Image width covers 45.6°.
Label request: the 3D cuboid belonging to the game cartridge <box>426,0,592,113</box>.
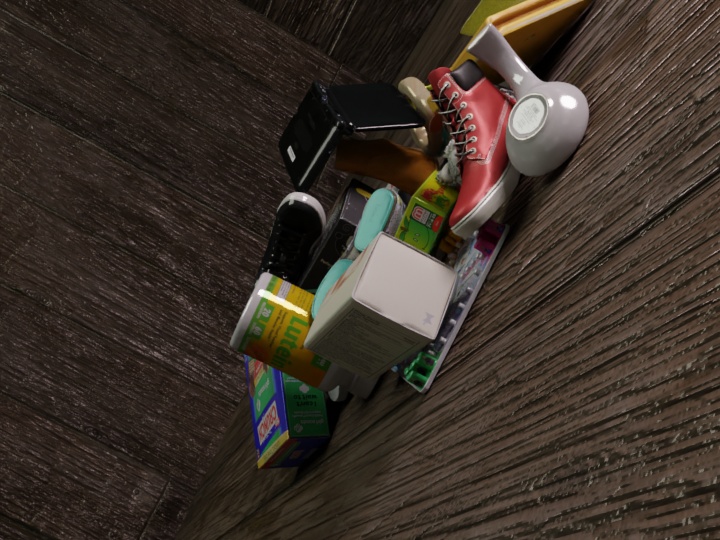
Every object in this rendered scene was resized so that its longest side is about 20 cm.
[{"bbox_3d":[0.191,-0.289,1.112,0.175,0.033,0.200,-28,-5,-23],"label":"game cartridge"}]

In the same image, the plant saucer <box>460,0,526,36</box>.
[{"bbox_3d":[0.243,-0.383,1.130,0.200,0.048,0.199,-51,-12,34],"label":"plant saucer"}]

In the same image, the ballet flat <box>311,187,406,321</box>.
[{"bbox_3d":[0.007,-0.007,1.121,0.202,0.071,0.072,-62,7,-6],"label":"ballet flat"}]

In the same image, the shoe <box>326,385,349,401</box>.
[{"bbox_3d":[-0.024,0.114,1.337,0.201,0.090,0.072,-112,31,-42],"label":"shoe"}]

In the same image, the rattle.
[{"bbox_3d":[0.138,-0.239,1.273,0.200,0.141,0.132,-151,52,-76],"label":"rattle"}]

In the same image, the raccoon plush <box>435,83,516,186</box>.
[{"bbox_3d":[0.169,-0.166,1.098,0.199,0.096,0.136,-15,-54,-64],"label":"raccoon plush"}]

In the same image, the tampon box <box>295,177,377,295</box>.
[{"bbox_3d":[0.000,0.000,1.260,0.201,0.149,0.127,-57,10,32],"label":"tampon box"}]

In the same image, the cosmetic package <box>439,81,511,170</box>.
[{"bbox_3d":[0.173,-0.215,1.238,0.202,0.050,0.083,-66,10,-28],"label":"cosmetic package"}]

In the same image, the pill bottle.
[{"bbox_3d":[-0.065,0.094,1.154,0.112,0.198,0.111,-64,5,0],"label":"pill bottle"}]

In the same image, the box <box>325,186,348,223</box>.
[{"bbox_3d":[-0.044,-0.038,1.419,0.200,0.074,0.101,-48,17,56],"label":"box"}]

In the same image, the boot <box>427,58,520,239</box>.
[{"bbox_3d":[0.110,-0.140,0.937,0.072,0.144,0.201,-36,18,52],"label":"boot"}]

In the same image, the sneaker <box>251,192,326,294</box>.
[{"bbox_3d":[-0.105,-0.014,1.224,0.201,0.072,0.113,116,173,-57],"label":"sneaker"}]

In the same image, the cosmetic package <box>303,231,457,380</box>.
[{"bbox_3d":[0.018,0.047,0.968,0.088,0.103,0.200,-66,10,-25],"label":"cosmetic package"}]

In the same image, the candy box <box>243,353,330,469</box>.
[{"bbox_3d":[-0.119,0.192,1.347,0.169,0.076,0.202,129,135,-54],"label":"candy box"}]

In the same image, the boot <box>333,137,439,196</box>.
[{"bbox_3d":[0.033,-0.145,1.247,0.202,0.142,0.072,-109,25,-66],"label":"boot"}]

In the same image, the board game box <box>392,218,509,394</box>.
[{"bbox_3d":[0.091,0.034,1.000,0.202,0.026,0.200,-62,7,-3],"label":"board game box"}]

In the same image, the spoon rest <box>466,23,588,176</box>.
[{"bbox_3d":[0.176,-0.180,0.901,0.099,0.060,0.201,-44,45,28],"label":"spoon rest"}]

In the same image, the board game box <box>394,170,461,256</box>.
[{"bbox_3d":[0.064,-0.018,1.098,0.102,0.047,0.202,-50,-14,-58],"label":"board game box"}]

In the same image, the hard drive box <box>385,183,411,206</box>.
[{"bbox_3d":[0.053,-0.064,1.413,0.201,0.076,0.156,-60,9,16],"label":"hard drive box"}]

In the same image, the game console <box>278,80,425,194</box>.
[{"bbox_3d":[-0.021,-0.197,1.250,0.177,0.116,0.200,-56,26,17],"label":"game console"}]
